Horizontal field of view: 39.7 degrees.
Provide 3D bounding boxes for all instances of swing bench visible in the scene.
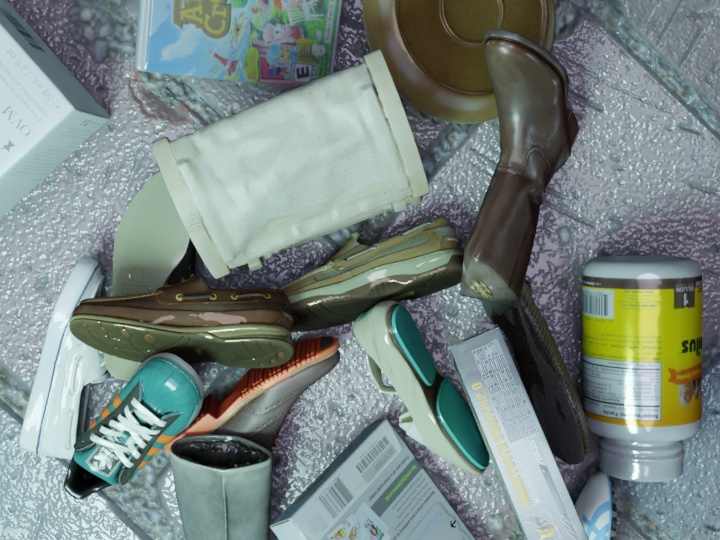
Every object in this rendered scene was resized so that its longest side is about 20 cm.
[{"bbox_3d":[-0.052,-0.085,0.877,0.198,0.200,0.131,-21,94,2],"label":"swing bench"}]

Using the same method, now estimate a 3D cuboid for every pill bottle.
[{"bbox_3d":[0.263,0.089,0.932,0.108,0.109,0.202,-1,95,1],"label":"pill bottle"}]

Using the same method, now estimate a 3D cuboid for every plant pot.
[{"bbox_3d":[0.099,-0.238,0.917,0.198,0.027,0.202,0,90,-20],"label":"plant pot"}]

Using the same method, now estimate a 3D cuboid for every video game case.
[{"bbox_3d":[-0.100,-0.268,0.875,0.181,0.022,0.202,2,108,-20],"label":"video game case"}]

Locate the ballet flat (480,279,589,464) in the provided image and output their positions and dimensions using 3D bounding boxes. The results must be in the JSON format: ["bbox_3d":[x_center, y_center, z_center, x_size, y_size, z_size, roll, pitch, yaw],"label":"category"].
[{"bbox_3d":[0.172,0.085,0.948,0.046,0.067,0.201,-15,75,-35],"label":"ballet flat"}]

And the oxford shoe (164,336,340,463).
[{"bbox_3d":[-0.093,0.135,0.965,0.199,0.071,0.073,-34,103,11],"label":"oxford shoe"}]

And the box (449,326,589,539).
[{"bbox_3d":[0.139,0.160,0.891,0.048,0.158,0.201,-22,78,3],"label":"box"}]

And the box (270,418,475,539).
[{"bbox_3d":[0.030,0.266,0.935,0.200,0.041,0.156,53,48,-3],"label":"box"}]

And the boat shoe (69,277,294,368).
[{"bbox_3d":[-0.158,0.044,0.899,0.198,0.072,0.068,4,59,-5],"label":"boat shoe"}]

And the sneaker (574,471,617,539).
[{"bbox_3d":[0.197,0.288,0.968,0.072,0.072,0.201,20,91,6],"label":"sneaker"}]

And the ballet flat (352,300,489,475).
[{"bbox_3d":[0.055,0.118,0.959,0.069,0.070,0.201,-29,105,2],"label":"ballet flat"}]

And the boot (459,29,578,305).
[{"bbox_3d":[0.124,-0.081,0.874,0.064,0.186,0.201,14,72,38],"label":"boot"}]

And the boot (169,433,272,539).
[{"bbox_3d":[-0.094,0.258,0.946,0.180,0.073,0.202,6,106,0],"label":"boot"}]

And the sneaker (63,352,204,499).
[{"bbox_3d":[-0.209,0.151,0.905,0.071,0.080,0.200,39,131,-5],"label":"sneaker"}]

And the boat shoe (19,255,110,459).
[{"bbox_3d":[-0.271,0.087,0.962,0.065,0.074,0.201,17,104,-5],"label":"boat shoe"}]

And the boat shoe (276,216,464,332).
[{"bbox_3d":[0.000,0.000,0.957,0.199,0.072,0.077,-16,68,2],"label":"boat shoe"}]

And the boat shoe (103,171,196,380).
[{"bbox_3d":[-0.195,0.005,0.956,0.073,0.063,0.203,12,91,16],"label":"boat shoe"}]

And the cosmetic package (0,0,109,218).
[{"bbox_3d":[-0.382,-0.152,0.915,0.200,0.123,0.200,-42,93,4],"label":"cosmetic package"}]
